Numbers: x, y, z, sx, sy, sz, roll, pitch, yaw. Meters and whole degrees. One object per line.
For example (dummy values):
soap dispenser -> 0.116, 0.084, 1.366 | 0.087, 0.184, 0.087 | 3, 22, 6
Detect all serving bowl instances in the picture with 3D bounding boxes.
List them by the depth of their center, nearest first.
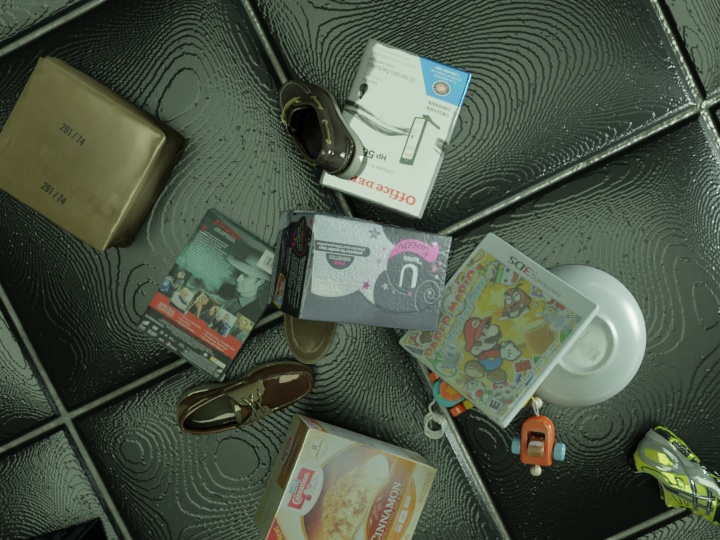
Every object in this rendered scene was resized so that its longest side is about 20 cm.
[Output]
serving bowl -> 0.295, 0.094, 1.074 | 0.199, 0.066, 0.201 | 0, 95, 2

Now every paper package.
paper package -> -0.369, -0.152, 1.060 | 0.200, 0.103, 0.191 | 31, 96, -1

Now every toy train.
toy train -> 0.174, 0.194, 1.057 | 0.199, 0.056, 0.151 | 8, 96, 23

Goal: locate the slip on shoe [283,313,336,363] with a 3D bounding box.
slip on shoe -> -0.063, 0.032, 1.084 | 0.076, 0.061, 0.201 | 12, 95, 1

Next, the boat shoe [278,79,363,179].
boat shoe -> -0.065, -0.191, 1.012 | 0.059, 0.200, 0.072 | 14, 122, -41

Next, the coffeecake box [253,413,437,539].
coffeecake box -> -0.020, 0.299, 1.057 | 0.200, 0.073, 0.154 | 22, 88, -21

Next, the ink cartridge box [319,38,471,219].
ink cartridge box -> 0.046, -0.183, 1.051 | 0.146, 0.084, 0.201 | 19, 95, 1

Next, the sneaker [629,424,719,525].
sneaker -> 0.459, 0.304, 1.087 | 0.200, 0.075, 0.076 | 44, 102, 9

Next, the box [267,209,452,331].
box -> 0.000, 0.000, 1.011 | 0.199, 0.115, 0.133 | 8, 93, -29

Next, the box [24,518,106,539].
box -> -0.447, 0.486, 1.106 | 0.196, 0.124, 0.201 | -17, 94, 5

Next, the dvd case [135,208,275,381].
dvd case -> -0.204, 0.035, 1.110 | 0.146, 0.022, 0.200 | 32, 96, -1

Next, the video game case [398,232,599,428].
video game case -> 0.180, 0.074, 1.042 | 0.182, 0.023, 0.200 | 38, 85, 27

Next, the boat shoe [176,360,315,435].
boat shoe -> -0.157, 0.183, 1.086 | 0.199, 0.072, 0.076 | -19, 109, 1
